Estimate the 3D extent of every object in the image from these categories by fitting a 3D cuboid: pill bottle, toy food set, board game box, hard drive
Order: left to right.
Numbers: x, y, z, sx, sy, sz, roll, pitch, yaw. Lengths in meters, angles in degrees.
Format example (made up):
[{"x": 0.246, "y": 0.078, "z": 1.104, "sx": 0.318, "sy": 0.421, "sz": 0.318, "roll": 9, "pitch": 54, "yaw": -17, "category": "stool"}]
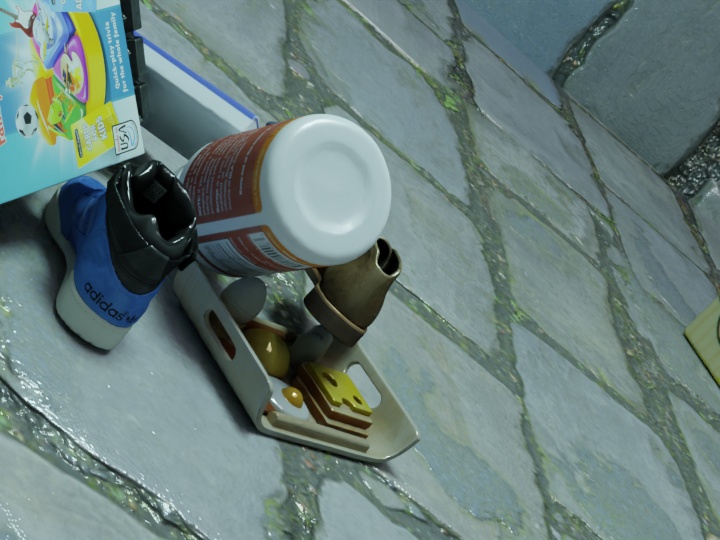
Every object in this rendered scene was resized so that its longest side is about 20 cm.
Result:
[{"x": -0.234, "y": -0.130, "z": 1.340, "sx": 0.200, "sy": 0.047, "sz": 0.152, "roll": -27, "pitch": 113, "yaw": -54, "category": "board game box"}, {"x": -0.166, "y": -0.145, "z": 1.658, "sx": 0.200, "sy": 0.025, "sz": 0.132, "roll": 36, "pitch": -19, "yaw": 15, "category": "hard drive"}, {"x": -0.073, "y": -0.053, "z": 1.527, "sx": 0.112, "sy": 0.113, "sz": 0.200, "roll": 35, "pitch": -21, "yaw": -26, "category": "pill bottle"}, {"x": -0.045, "y": 0.066, "z": 1.530, "sx": 0.200, "sy": 0.060, "sz": 0.144, "roll": 22, "pitch": 26, "yaw": -51, "category": "toy food set"}]

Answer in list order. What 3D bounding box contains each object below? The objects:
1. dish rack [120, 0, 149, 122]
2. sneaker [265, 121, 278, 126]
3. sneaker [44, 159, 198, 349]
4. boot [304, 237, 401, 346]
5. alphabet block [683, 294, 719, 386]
[{"x": -0.214, "y": -0.167, "z": 1.506, "sx": 0.200, "sy": 0.054, "sz": 0.154, "roll": -47, "pitch": 133, "yaw": -70, "category": "dish rack"}, {"x": -0.041, "y": -0.077, "z": 1.910, "sx": 0.081, "sy": 0.074, "sz": 0.200, "roll": 18, "pitch": 22, "yaw": -37, "category": "sneaker"}, {"x": -0.164, "y": -0.037, "z": 1.412, "sx": 0.077, "sy": 0.111, "sz": 0.200, "roll": 36, "pitch": 17, "yaw": -22, "category": "sneaker"}, {"x": 0.000, "y": 0.000, "z": 1.596, "sx": 0.074, "sy": 0.076, "sz": 0.200, "roll": 40, "pitch": 8, "yaw": -11, "category": "boot"}, {"x": 0.600, "y": 0.107, "z": 2.723, "sx": 0.196, "sy": 0.200, "sz": 0.196, "roll": 33, "pitch": 18, "yaw": -33, "category": "alphabet block"}]
